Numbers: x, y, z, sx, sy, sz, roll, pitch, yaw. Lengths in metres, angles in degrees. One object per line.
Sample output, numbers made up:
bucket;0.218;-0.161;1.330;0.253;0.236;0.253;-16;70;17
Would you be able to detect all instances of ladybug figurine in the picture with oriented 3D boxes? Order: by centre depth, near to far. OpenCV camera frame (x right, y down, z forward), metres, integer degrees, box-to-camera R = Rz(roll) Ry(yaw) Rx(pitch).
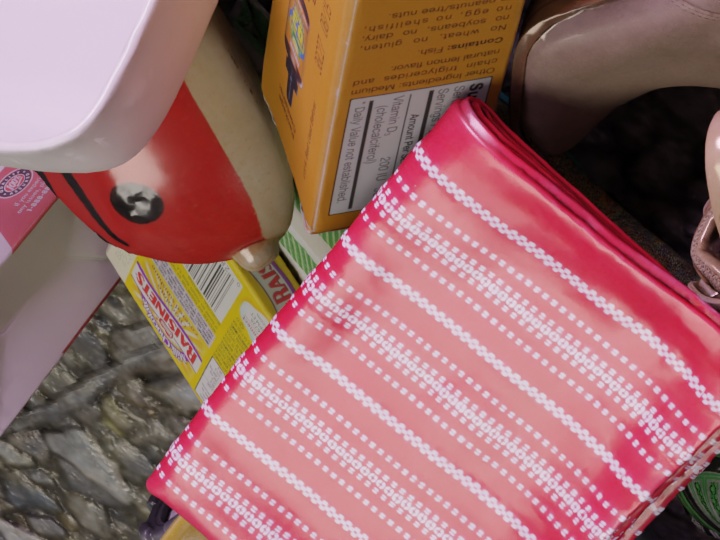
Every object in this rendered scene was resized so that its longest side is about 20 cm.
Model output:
ladybug figurine;-0.100;-0.079;1.081;0.200;0.072;0.136;53;157;9

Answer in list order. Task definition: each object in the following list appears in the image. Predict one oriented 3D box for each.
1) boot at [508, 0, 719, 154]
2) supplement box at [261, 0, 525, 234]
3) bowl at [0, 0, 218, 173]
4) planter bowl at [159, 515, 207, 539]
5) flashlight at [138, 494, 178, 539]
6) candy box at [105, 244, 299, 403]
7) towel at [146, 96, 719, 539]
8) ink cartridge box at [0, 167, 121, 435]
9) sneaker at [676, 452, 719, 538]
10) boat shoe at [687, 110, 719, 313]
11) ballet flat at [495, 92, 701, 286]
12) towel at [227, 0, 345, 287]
boot;0.127;-0.080;0.926;0.145;0.071;0.200;17;156;9
supplement box;0.013;-0.094;0.928;0.200;0.068;0.067;106;150;-57
bowl;-0.118;-0.129;0.989;0.199;0.201;0.075;14;168;32
planter bowl;-0.005;0.170;1.109;0.199;0.202;0.083;1;161;42
flashlight;-0.018;0.169;1.372;0.200;0.068;0.068;47;172;-18
candy box;-0.037;0.046;1.199;0.201;0.026;0.102;56;153;13
towel;0.031;0.054;0.970;0.144;0.022;0.200;41;117;2
ink cartridge box;-0.216;-0.003;1.290;0.199;0.117;0.068;11;140;36
sneaker;0.167;0.079;1.044;0.085;0.078;0.200;30;175;32
boat shoe;0.143;-0.011;0.948;0.064;0.072;0.200;5;159;9
ballet flat;0.071;-0.004;1.067;0.200;0.071;0.071;39;148;-3
towel;0.000;0.000;1.119;0.153;0.023;0.201;49;163;34
